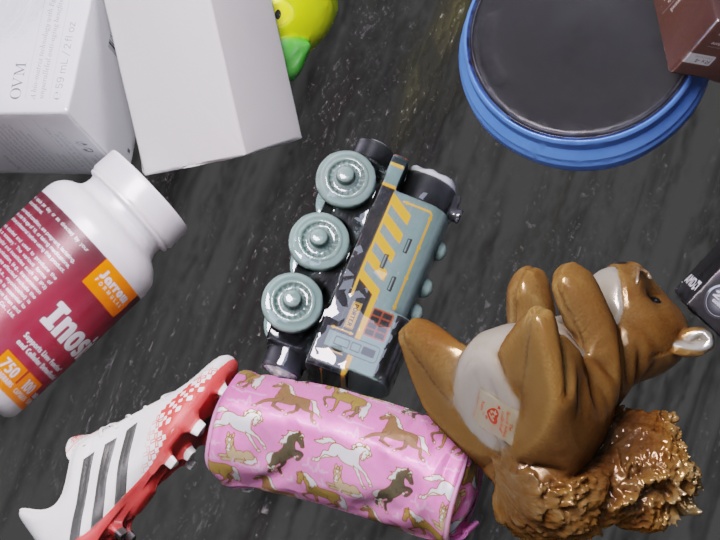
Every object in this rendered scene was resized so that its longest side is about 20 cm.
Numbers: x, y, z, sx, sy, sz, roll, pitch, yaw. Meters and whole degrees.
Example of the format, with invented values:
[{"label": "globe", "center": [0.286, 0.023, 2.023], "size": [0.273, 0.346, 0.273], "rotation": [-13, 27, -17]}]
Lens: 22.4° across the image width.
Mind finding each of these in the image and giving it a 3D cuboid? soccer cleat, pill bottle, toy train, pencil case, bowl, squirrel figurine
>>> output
[{"label": "soccer cleat", "center": [-0.169, 0.133, 1.344], "size": [0.085, 0.069, 0.200], "rotation": [36, 83, 17]}, {"label": "pill bottle", "center": [-0.232, 0.006, 1.379], "size": [0.200, 0.113, 0.113], "rotation": [-44, 68, -7]}, {"label": "toy train", "center": [0.000, 0.000, 1.361], "size": [0.113, 0.085, 0.201], "rotation": [21, 72, 5]}, {"label": "pencil case", "center": [-0.008, 0.134, 1.303], "size": [0.199, 0.087, 0.083], "rotation": [13, 57, 16]}, {"label": "bowl", "center": [0.174, -0.177, 1.416], "size": [0.199, 0.039, 0.202], "rotation": [-4, 68, 9]}, {"label": "squirrel figurine", "center": [0.159, 0.088, 1.254], "size": [0.186, 0.141, 0.201], "rotation": [-19, 90, -40]}]

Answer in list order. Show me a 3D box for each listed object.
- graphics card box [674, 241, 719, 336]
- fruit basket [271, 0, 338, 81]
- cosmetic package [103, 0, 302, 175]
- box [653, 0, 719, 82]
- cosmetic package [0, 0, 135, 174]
[{"label": "graphics card box", "center": [0.328, -0.014, 1.240], "size": [0.125, 0.051, 0.200], "rotation": [42, 98, -10]}, {"label": "fruit basket", "center": [-0.062, -0.259, 1.445], "size": [0.214, 0.156, 0.216], "rotation": [-4, 51, 5]}, {"label": "cosmetic package", "center": [-0.127, -0.183, 1.386], "size": [0.107, 0.085, 0.201], "rotation": [-6, 102, 34]}, {"label": "box", "center": [0.273, -0.243, 1.376], "size": [0.100, 0.075, 0.201], "rotation": [5, 61, -23]}, {"label": "cosmetic package", "center": [-0.281, -0.190, 1.452], "size": [0.199, 0.123, 0.200], "rotation": [1, 69, 19]}]
